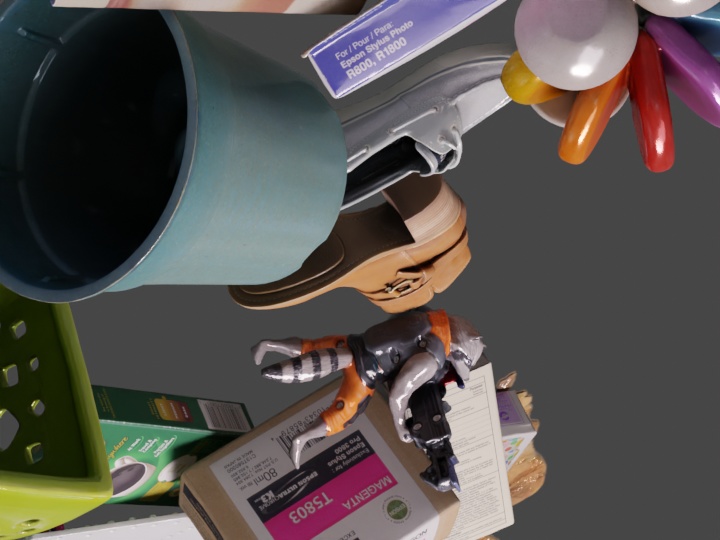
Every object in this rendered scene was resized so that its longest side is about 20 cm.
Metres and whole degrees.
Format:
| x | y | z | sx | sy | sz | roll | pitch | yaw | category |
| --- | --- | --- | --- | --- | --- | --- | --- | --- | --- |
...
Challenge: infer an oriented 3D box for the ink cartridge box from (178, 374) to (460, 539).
| x | y | z | sx | sy | sz | roll | pitch | yaw | category |
| --- | --- | --- | --- | --- | --- | --- | --- | --- | --- |
| -0.037 | 0.206 | 1.483 | 0.199 | 0.165 | 0.075 | -30 | 157 | -23 | ink cartridge box |

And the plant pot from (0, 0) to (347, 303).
| x | y | z | sx | sy | sz | roll | pitch | yaw | category |
| --- | --- | --- | --- | --- | --- | --- | --- | --- | --- |
| -0.120 | -0.074 | 1.057 | 0.200 | 0.201 | 0.195 | -40 | 156 | 24 | plant pot |

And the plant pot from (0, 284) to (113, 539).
| x | y | z | sx | sy | sz | roll | pitch | yaw | category |
| --- | --- | --- | --- | --- | --- | --- | --- | --- | --- |
| -0.316 | 0.099 | 1.160 | 0.181 | 0.202 | 0.198 | -33 | 150 | 28 | plant pot |

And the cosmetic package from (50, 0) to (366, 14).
| x | y | z | sx | sy | sz | roll | pitch | yaw | category |
| --- | --- | --- | --- | --- | --- | --- | --- | --- | --- |
| -0.085 | -0.209 | 0.944 | 0.198 | 0.104 | 0.088 | -2 | 143 | -32 | cosmetic package |

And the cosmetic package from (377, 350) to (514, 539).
| x | y | z | sx | sy | sz | roll | pitch | yaw | category |
| --- | --- | --- | --- | --- | --- | --- | --- | --- | --- |
| 0.078 | 0.166 | 1.595 | 0.102 | 0.073 | 0.202 | -19 | 123 | -13 | cosmetic package |

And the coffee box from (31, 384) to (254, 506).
| x | y | z | sx | sy | sz | roll | pitch | yaw | category |
| --- | --- | --- | --- | --- | --- | --- | --- | --- | --- |
| -0.200 | 0.157 | 1.478 | 0.199 | 0.044 | 0.123 | 10 | 135 | -46 | coffee box |

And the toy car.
| x | y | z | sx | sy | sz | roll | pitch | yaw | category |
| --- | --- | --- | --- | --- | --- | --- | --- | --- | --- |
| 0.204 | -0.151 | 1.161 | 0.199 | 0.151 | 0.175 | -35 | 168 | 3 | toy car |

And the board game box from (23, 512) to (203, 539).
| x | y | z | sx | sy | sz | roll | pitch | yaw | category |
| --- | --- | --- | --- | --- | --- | --- | --- | --- | --- |
| -0.231 | 0.259 | 1.578 | 0.198 | 0.026 | 0.200 | -5 | 156 | -21 | board game box |

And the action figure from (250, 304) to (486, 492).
| x | y | z | sx | sy | sz | roll | pitch | yaw | category |
| --- | --- | --- | --- | --- | --- | --- | --- | --- | --- |
| 0.020 | 0.097 | 1.415 | 0.191 | 0.201 | 0.105 | -21 | 137 | -5 | action figure |

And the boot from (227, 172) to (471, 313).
| x | y | z | sx | sy | sz | roll | pitch | yaw | category |
| --- | --- | --- | --- | --- | --- | --- | --- | --- | --- |
| 0.000 | 0.000 | 1.362 | 0.198 | 0.074 | 0.155 | -24 | 154 | 3 | boot |

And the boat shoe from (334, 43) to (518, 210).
| x | y | z | sx | sy | sz | roll | pitch | yaw | category |
| --- | --- | --- | --- | --- | --- | --- | --- | --- | --- |
| 0.041 | -0.098 | 1.237 | 0.199 | 0.072 | 0.070 | -25 | 149 | -4 | boat shoe |

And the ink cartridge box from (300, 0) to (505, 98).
| x | y | z | sx | sy | sz | roll | pitch | yaw | category |
| --- | --- | --- | --- | --- | --- | --- | --- | --- | --- |
| 0.062 | -0.176 | 1.062 | 0.195 | 0.044 | 0.200 | -31 | -173 | 10 | ink cartridge box |

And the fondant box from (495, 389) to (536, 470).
| x | y | z | sx | sy | sz | roll | pitch | yaw | category |
| --- | --- | --- | --- | --- | --- | --- | --- | --- | --- |
| 0.076 | 0.211 | 1.755 | 0.143 | 0.059 | 0.201 | -5 | 145 | -31 | fondant box |
